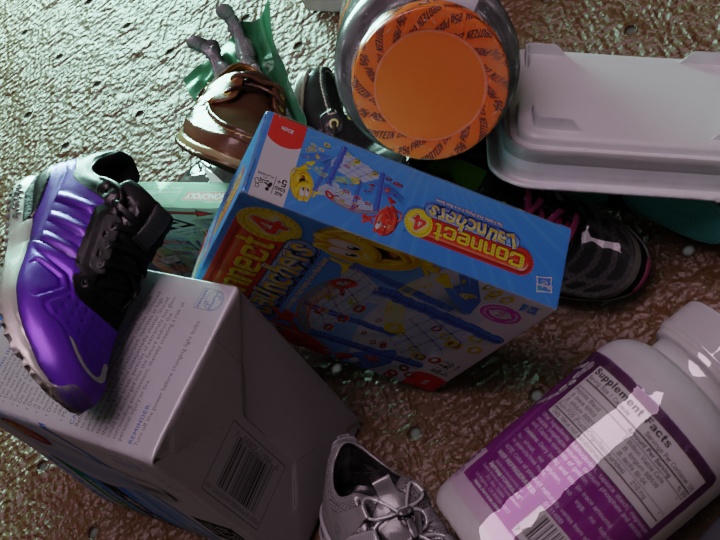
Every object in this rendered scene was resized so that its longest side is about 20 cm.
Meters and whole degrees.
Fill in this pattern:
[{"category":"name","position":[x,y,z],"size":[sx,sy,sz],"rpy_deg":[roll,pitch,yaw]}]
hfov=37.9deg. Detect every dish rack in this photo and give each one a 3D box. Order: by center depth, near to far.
[{"category":"dish rack","position":[0.188,-0.111,0.727],"size":[0.199,0.044,0.172],"rpy_deg":[3,37,3]}]

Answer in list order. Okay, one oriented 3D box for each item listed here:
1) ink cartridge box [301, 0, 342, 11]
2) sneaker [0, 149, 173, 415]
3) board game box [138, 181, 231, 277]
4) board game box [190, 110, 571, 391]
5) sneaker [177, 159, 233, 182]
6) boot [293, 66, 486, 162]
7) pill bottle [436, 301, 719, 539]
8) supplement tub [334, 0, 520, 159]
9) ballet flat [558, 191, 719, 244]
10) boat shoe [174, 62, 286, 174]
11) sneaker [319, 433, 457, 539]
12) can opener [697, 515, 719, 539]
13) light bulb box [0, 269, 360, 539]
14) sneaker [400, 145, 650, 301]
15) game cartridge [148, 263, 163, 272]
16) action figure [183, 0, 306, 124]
[{"category":"ink cartridge box","position":[0.019,-0.354,1.038],"size":[0.116,0.068,0.200],"rpy_deg":[12,68,33]},{"category":"sneaker","position":[-0.164,-0.008,0.650],"size":[0.099,0.070,0.200],"rpy_deg":[-23,48,6]},{"category":"board game box","position":[-0.130,-0.017,0.837],"size":[0.200,0.135,0.029],"rpy_deg":[4,53,37]},{"category":"board game box","position":[0.000,0.000,0.678],"size":[0.195,0.200,0.056],"rpy_deg":[20,64,-11]},{"category":"sneaker","position":[-0.090,-0.056,0.900],"size":[0.200,0.066,0.091],"rpy_deg":[27,77,40]},{"category":"boot","position":[0.026,-0.105,0.866],"size":[0.150,0.073,0.200],"rpy_deg":[-20,56,17]},{"category":"pill bottle","position":[0.152,0.113,0.630],"size":[0.200,0.112,0.112],"rpy_deg":[-40,50,-2]},{"category":"supplement tub","position":[0.043,-0.153,0.722],"size":[0.122,0.123,0.200],"rpy_deg":[-26,22,11]},{"category":"ballet flat","position":[0.200,-0.077,0.771],"size":[0.200,0.068,0.067],"rpy_deg":[30,57,33]},{"category":"boat shoe","position":[-0.088,-0.111,0.746],"size":[0.068,0.072,0.200],"rpy_deg":[-65,17,11]},{"category":"sneaker","position":[0.019,0.168,0.638],"size":[0.075,0.082,0.200],"rpy_deg":[-17,22,-23]},{"category":"can opener","position":[0.244,0.103,0.556],"size":[0.200,0.067,0.053],"rpy_deg":[-59,43,28]},{"category":"light bulb box","position":[-0.140,0.096,0.740],"size":[0.200,0.198,0.125],"rpy_deg":[9,62,33]},{"category":"sneaker","position":[0.107,-0.036,0.738],"size":[0.200,0.087,0.074],"rpy_deg":[30,97,16]},{"category":"game cartridge","position":[-0.236,0.043,0.868],"size":[0.199,0.133,0.042],"rpy_deg":[-15,61,17]},{"category":"action figure","position":[-0.090,-0.134,0.877],"size":[0.118,0.055,0.200],"rpy_deg":[-42,56,26]}]
